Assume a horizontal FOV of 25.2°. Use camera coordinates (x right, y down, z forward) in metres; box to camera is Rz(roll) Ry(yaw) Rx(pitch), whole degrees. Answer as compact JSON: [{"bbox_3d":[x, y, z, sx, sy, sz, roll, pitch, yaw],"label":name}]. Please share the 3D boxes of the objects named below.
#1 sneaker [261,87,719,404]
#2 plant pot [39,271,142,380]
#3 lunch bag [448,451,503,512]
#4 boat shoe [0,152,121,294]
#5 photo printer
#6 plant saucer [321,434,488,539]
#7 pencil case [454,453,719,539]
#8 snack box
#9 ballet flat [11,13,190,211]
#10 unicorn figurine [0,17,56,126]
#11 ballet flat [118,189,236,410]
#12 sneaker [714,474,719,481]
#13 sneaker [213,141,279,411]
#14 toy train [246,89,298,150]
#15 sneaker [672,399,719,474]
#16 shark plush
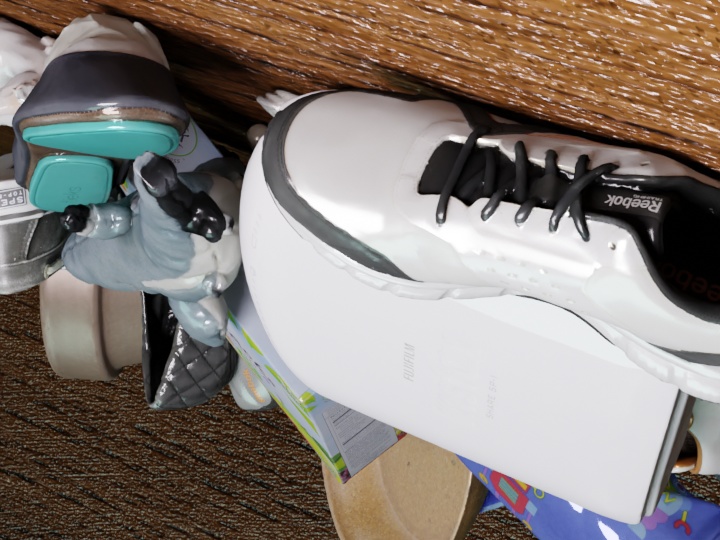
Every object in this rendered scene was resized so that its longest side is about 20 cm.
[{"bbox_3d":[0.063,-0.021,0.525,0.200,0.074,0.080,18,162,7],"label":"sneaker"},{"bbox_3d":[-0.135,-0.013,1.217,0.174,0.201,0.200,4,176,3],"label":"plant pot"},{"bbox_3d":[0.103,0.092,1.050,0.150,0.094,0.200,-13,-162,-18],"label":"lunch bag"},{"bbox_3d":[-0.172,-0.032,0.888,0.071,0.064,0.200,-6,-168,10],"label":"boat shoe"},{"bbox_3d":[0.043,0.014,0.660,0.200,0.070,0.167,22,150,14],"label":"photo printer"},{"bbox_3d":[0.032,0.092,0.976,0.035,0.201,0.200,3,-174,-26],"label":"plant saucer"},{"bbox_3d":[0.104,0.093,0.821,0.087,0.078,0.200,-25,-120,-38],"label":"pencil case"},{"bbox_3d":[-0.059,0.006,0.862,0.200,0.053,0.142,50,170,24],"label":"snack box"},{"bbox_3d":[-0.120,-0.074,0.709,0.073,0.073,0.200,23,166,-14],"label":"ballet flat"},{"bbox_3d":[-0.198,-0.108,0.899,0.137,0.074,0.200,12,-171,14],"label":"unicorn figurine"},{"bbox_3d":[-0.122,-0.010,0.994,0.057,0.201,0.066,-22,-166,-40],"label":"ballet flat"},{"bbox_3d":[0.227,0.103,0.937,0.200,0.074,0.088,13,-131,-64],"label":"sneaker"},{"bbox_3d":[-0.091,0.001,1.057,0.074,0.200,0.079,-5,155,-47],"label":"sneaker"},{"bbox_3d":[-0.001,-0.032,0.802,0.150,0.056,0.200,22,178,3],"label":"toy train"},{"bbox_3d":[0.183,0.069,0.792,0.200,0.085,0.073,37,-153,-50],"label":"sneaker"},{"bbox_3d":[-0.093,-0.010,0.707,0.083,0.091,0.200,7,-178,-7],"label":"shark plush"}]
